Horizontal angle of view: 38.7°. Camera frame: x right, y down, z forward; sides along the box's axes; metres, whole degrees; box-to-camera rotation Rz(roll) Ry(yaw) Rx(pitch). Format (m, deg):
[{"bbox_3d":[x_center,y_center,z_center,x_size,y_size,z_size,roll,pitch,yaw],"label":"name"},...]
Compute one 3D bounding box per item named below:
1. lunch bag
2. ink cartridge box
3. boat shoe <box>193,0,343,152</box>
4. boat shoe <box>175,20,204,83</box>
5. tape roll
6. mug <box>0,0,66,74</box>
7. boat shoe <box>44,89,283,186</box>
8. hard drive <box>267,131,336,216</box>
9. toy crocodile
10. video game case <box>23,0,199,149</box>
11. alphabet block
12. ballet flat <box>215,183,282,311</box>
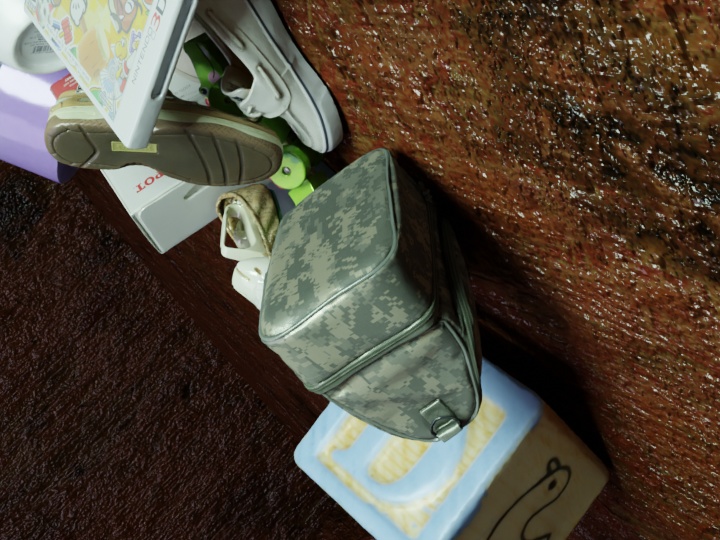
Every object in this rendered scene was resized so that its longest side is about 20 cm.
[{"bbox_3d":[0.023,0.024,0.821,0.168,0.139,0.201,49,-161,-26],"label":"lunch bag"},{"bbox_3d":[-0.198,-0.138,1.033,0.200,0.146,0.083,53,172,29],"label":"ink cartridge box"},{"bbox_3d":[-0.084,-0.163,0.850,0.071,0.070,0.200,33,162,45],"label":"boat shoe"},{"bbox_3d":[-0.195,-0.263,0.974,0.200,0.073,0.063,43,-150,-8],"label":"boat shoe"},{"bbox_3d":[-0.343,-0.207,1.169,0.084,0.201,0.200,22,168,-6],"label":"tape roll"},{"bbox_3d":[-0.320,-0.289,1.029,0.199,0.148,0.176,-6,-123,-52],"label":"mug"},{"bbox_3d":[-0.163,-0.126,0.877,0.198,0.077,0.072,8,138,-11],"label":"boat shoe"},{"bbox_3d":[-0.046,-0.063,1.103,0.140,0.033,0.200,44,166,10],"label":"hard drive"},{"bbox_3d":[-0.091,-0.129,0.932,0.062,0.068,0.200,-31,105,31],"label":"toy crocodile"},{"bbox_3d":[-0.192,-0.226,0.788,0.200,0.023,0.183,50,128,30],"label":"video game case"},{"bbox_3d":[0.092,0.190,1.006,0.196,0.196,0.200,36,176,42],"label":"alphabet block"},{"bbox_3d":[-0.092,-0.007,0.941,0.201,0.065,0.071,-118,32,-47],"label":"ballet flat"}]
